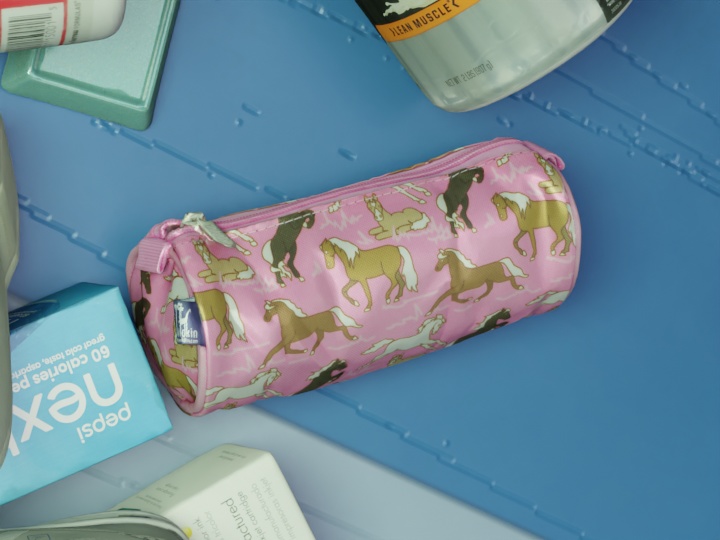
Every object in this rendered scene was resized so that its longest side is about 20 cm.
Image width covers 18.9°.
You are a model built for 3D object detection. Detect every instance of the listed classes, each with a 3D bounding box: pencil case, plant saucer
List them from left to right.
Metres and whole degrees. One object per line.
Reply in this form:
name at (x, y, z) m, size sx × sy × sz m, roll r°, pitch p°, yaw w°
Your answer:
plant saucer at (-0.099, -0.167, 0.953) m, size 0.070 × 0.019 × 0.201 m, roll 15°, pitch 84°, yaw -22°
pencil case at (0.000, 0.000, 0.962) m, size 0.200 × 0.087 × 0.083 m, roll -15°, pitch 66°, yaw -21°

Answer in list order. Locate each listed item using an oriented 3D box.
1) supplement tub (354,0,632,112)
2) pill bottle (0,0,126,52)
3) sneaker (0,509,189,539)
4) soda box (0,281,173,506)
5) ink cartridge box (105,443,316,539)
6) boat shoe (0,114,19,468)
supplement tub at (0.027, -0.180, 0.944) m, size 0.123 × 0.122 × 0.200 m, roll -42°, pitch 106°, yaw -16°
pill bottle at (-0.199, -0.136, 0.858) m, size 0.199 × 0.112 × 0.113 m, roll -8°, pitch 94°, yaw -14°
sneaker at (-0.151, 0.132, 0.832) m, size 0.200 × 0.082 × 0.075 m, roll -15°, pitch 94°, yaw -19°
soda box at (-0.186, 0.072, 0.898) m, size 0.200 × 0.064 × 0.068 m, roll -23°, pitch 99°, yaw -20°
ink cartridge box at (-0.106, 0.173, 0.929) m, size 0.200 × 0.067 × 0.116 m, roll -30°, pitch 100°, yaw -18°
boat shoe at (-0.169, 0.010, 0.849) m, size 0.060 × 0.202 × 0.072 m, roll -6°, pitch 130°, yaw -2°
